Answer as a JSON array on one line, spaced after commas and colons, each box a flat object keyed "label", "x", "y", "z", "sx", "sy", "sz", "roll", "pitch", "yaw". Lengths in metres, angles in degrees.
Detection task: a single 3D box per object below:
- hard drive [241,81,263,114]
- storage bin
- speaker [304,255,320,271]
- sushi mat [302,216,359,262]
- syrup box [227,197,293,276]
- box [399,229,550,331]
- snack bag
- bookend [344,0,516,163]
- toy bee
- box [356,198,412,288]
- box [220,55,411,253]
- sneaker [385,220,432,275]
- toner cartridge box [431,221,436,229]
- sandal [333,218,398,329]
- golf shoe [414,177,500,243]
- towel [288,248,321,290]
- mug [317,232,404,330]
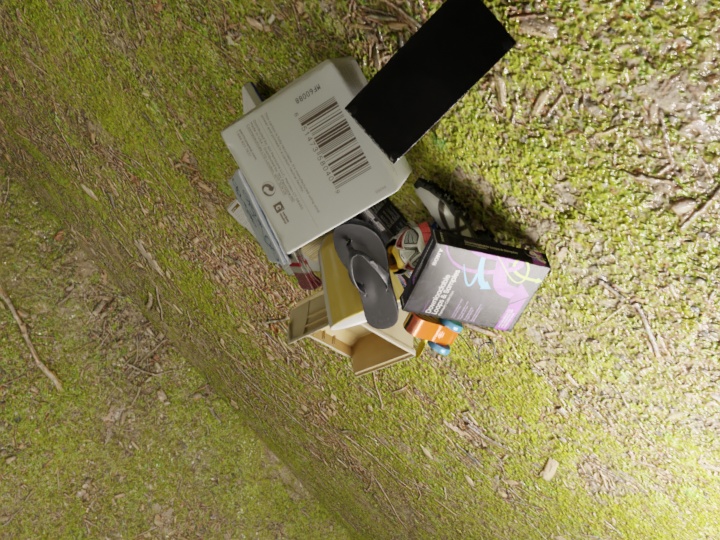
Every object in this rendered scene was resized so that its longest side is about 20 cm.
[{"label": "hard drive", "x": -0.153, "y": -0.221, "z": 1.397, "sx": 0.202, "sy": 0.025, "sz": 0.132, "roll": 58, "pitch": 164, "yaw": 13}, {"label": "storage bin", "x": -0.019, "y": 0.122, "z": 1.587, "sx": 0.196, "sy": 0.096, "sz": 0.198, "roll": -26, "pitch": 138, "yaw": 38}, {"label": "speaker", "x": -0.095, "y": -0.087, "z": 1.539, "sx": 0.080, "sy": 0.082, "sz": 0.202, "roll": 30, "pitch": 153, "yaw": 22}, {"label": "sushi mat", "x": -0.077, "y": -0.076, "z": 1.454, "sx": 0.095, "sy": 0.012, "sz": 0.199, "roll": 34, "pitch": 147, "yaw": -17}, {"label": "syrup box", "x": -0.184, "y": -0.094, "z": 1.658, "sx": 0.200, "sy": 0.079, "sz": 0.081, "roll": 46, "pitch": 154, "yaw": -8}, {"label": "box", "x": 0.174, "y": 0.020, "z": 1.195, "sx": 0.195, "sy": 0.037, "sz": 0.145, "roll": 12, "pitch": 129, "yaw": -16}, {"label": "snack bag", "x": -0.190, "y": -0.096, "z": 1.453, "sx": 0.192, "sy": 0.021, "sz": 0.200, "roll": 64, "pitch": 168, "yaw": -8}, {"label": "bookend", "x": 0.090, "y": -0.255, "z": 0.987, "sx": 0.092, "sy": 0.198, "sz": 0.201, "roll": 44, "pitch": -162, "yaw": -8}, {"label": "toy bee", "x": 0.148, "y": 0.116, "z": 1.478, "sx": 0.200, "sy": 0.131, "sz": 0.109, "roll": 47, "pitch": 180, "yaw": -34}, {"label": "box", "x": 0.045, "y": -0.051, "z": 1.439, "sx": 0.200, "sy": 0.044, "sz": 0.160, "roll": 47, "pitch": 154, "yaw": -8}, {"label": "box", "x": -0.058, "y": -0.173, "z": 1.132, "sx": 0.197, "sy": 0.172, "sz": 0.202, "roll": -27, "pitch": 100, "yaw": 18}, {"label": "sneaker", "x": 0.072, "y": -0.036, "z": 1.265, "sx": 0.200, "sy": 0.080, "sz": 0.080, "roll": 143, "pitch": 104, "yaw": -85}, {"label": "toner cartridge box", "x": 0.189, "y": 0.001, "z": 1.315, "sx": 0.199, "sy": 0.043, "sz": 0.095, "roll": 40, "pitch": 155, "yaw": 8}, {"label": "sandal", "x": 0.015, "y": 0.009, "z": 1.206, "sx": 0.074, "sy": 0.043, "sz": 0.203, "roll": -16, "pitch": 117, "yaw": 16}, {"label": "golf shoe", "x": 0.143, "y": -0.055, "z": 1.221, "sx": 0.200, "sy": 0.094, "sz": 0.078, "roll": 46, "pitch": -164, "yaw": -1}, {"label": "towel", "x": -0.135, "y": -0.057, "z": 1.411, "sx": 0.203, "sy": 0.022, "sz": 0.144, "roll": 63, "pitch": 167, "yaw": -7}, {"label": "mug", "x": 0.003, "y": 0.001, "z": 1.358, "sx": 0.185, "sy": 0.147, "sz": 0.157, "roll": -31, "pitch": 73, "yaw": 49}]
